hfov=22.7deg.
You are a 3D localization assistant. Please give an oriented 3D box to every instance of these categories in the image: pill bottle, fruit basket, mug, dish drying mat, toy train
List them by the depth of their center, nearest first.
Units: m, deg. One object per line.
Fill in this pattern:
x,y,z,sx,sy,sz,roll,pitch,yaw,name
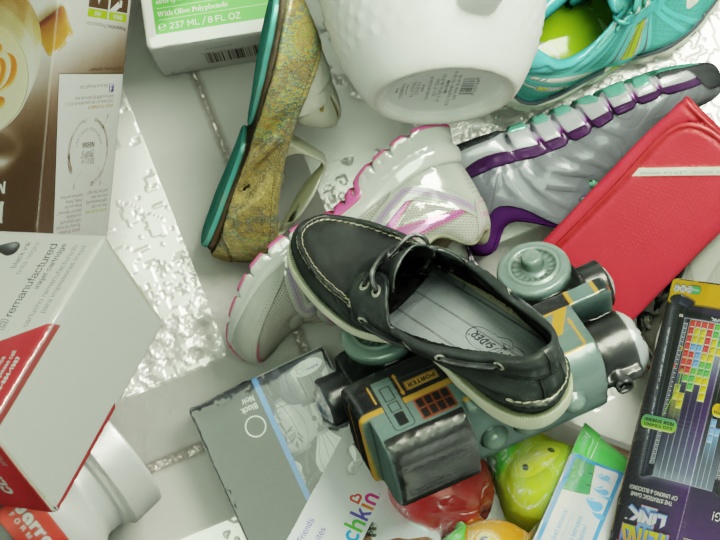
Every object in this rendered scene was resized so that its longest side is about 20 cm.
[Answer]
0.050,-0.193,1.056,0.147,0.200,0.176,1,72,-19,mug
0.074,0.061,1.078,0.199,0.085,0.114,-22,47,-10,toy train
-0.228,0.168,1.095,0.200,0.116,0.116,-41,84,-17,pill bottle
0.076,0.145,1.098,0.199,0.094,0.186,27,53,5,fruit basket
0.163,-0.013,1.132,0.077,0.018,0.200,42,112,-1,dish drying mat

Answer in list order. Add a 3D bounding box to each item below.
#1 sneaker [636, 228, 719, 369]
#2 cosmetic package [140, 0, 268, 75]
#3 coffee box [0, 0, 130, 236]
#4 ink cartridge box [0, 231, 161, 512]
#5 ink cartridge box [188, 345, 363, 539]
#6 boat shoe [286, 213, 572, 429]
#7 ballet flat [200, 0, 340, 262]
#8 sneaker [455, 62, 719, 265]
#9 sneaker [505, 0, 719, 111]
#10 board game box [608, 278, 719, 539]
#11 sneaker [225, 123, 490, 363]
0.214,0.024,1.149,0.079,0.074,0.201,3,83,5,sneaker
-0.098,-0.239,1.175,0.107,0.085,0.201,-10,84,0,cosmetic package
-0.216,-0.121,1.125,0.114,0.080,0.201,8,96,25,coffee box
-0.243,0.053,1.070,0.199,0.084,0.145,2,49,31,ink cartridge box
-0.025,0.159,1.147,0.099,0.039,0.201,-26,84,-4,ink cartridge box
0.036,0.014,1.027,0.074,0.066,0.199,-41,62,-21,boat shoe
-0.048,-0.088,1.127,0.070,0.071,0.201,21,122,3,ballet flat
0.148,-0.068,1.168,0.199,0.074,0.088,-21,93,8,sneaker
0.169,-0.169,1.163,0.200,0.080,0.078,-35,82,-17,sneaker
0.252,0.109,1.085,0.199,0.057,0.166,17,84,-38,board game box
0.000,0.000,1.127,0.200,0.081,0.088,-41,81,16,sneaker
